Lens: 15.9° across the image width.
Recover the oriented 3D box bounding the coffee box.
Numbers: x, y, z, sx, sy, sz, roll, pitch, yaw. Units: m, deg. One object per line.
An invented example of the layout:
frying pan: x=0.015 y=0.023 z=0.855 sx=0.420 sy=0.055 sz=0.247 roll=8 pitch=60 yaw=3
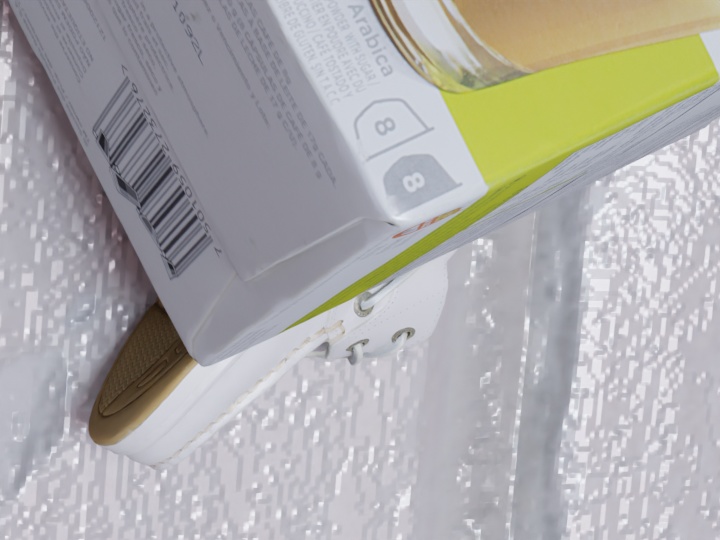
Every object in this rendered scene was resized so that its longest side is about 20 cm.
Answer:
coffee box: x=0.017 y=-0.115 z=0.710 sx=0.198 sy=0.200 sz=0.200 roll=-26 pitch=86 yaw=-20

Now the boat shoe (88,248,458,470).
boat shoe: x=0.000 y=0.000 z=0.828 sx=0.200 sy=0.071 sz=0.069 roll=-45 pitch=113 yaw=-13
